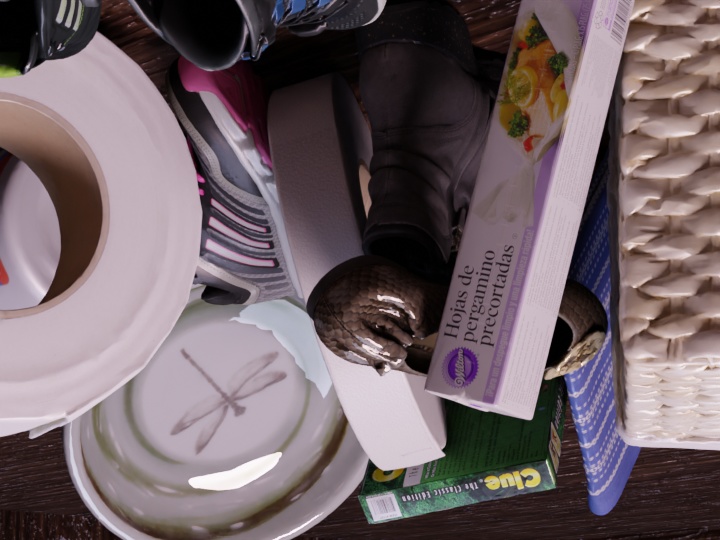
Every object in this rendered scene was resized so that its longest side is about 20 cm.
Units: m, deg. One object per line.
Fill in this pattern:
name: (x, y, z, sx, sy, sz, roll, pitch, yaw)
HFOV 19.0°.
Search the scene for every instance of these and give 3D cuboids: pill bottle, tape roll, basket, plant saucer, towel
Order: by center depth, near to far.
basket: (0.210, -0.027, 1.001, 0.198, 0.200, 0.161, -1, 163, 10)
tape roll: (-0.177, -0.023, 1.007, 0.201, 0.204, 0.071, 6, 166, -25)
tape roll: (0.000, 0.000, 1.098, 0.037, 0.204, 0.203, -15, 165, 7)
towel: (0.138, 0.022, 1.169, 0.024, 0.145, 0.201, 10, 142, 25)
plant saucer: (-0.081, 0.075, 1.263, 0.199, 0.201, 0.050, 6, -155, -23)
pill bottle: (-0.217, -0.011, 1.269, 0.112, 0.113, 0.199, 12, 164, -41)

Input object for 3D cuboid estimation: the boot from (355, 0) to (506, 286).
boot: (0.047, -0.043, 1.069, 0.069, 0.133, 0.200, -7, 165, 29)

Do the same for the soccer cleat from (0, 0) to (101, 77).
soccer cleat: (-0.146, -0.111, 0.884, 0.067, 0.082, 0.200, 0, 168, 0)

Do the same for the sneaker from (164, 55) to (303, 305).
sneaker: (-0.074, -0.039, 1.117, 0.087, 0.074, 0.200, -17, 147, 6)

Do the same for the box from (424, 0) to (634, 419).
box: (0.075, -0.038, 0.938, 0.038, 0.202, 0.041, 11, 175, 32)

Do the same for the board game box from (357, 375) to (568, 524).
board game box: (0.064, 0.064, 1.179, 0.104, 0.024, 0.200, -11, -153, 16)

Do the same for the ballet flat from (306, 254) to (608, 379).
ballet flat: (0.054, 0.031, 0.996, 0.199, 0.046, 0.067, 11, 124, -49)

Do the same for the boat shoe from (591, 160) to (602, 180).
boat shoe: (0.114, -0.036, 1.245, 0.199, 0.074, 0.063, -2, 165, -26)

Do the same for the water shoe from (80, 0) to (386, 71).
water shoe: (-0.056, -0.115, 0.871, 0.071, 0.080, 0.200, -7, 166, 31)
